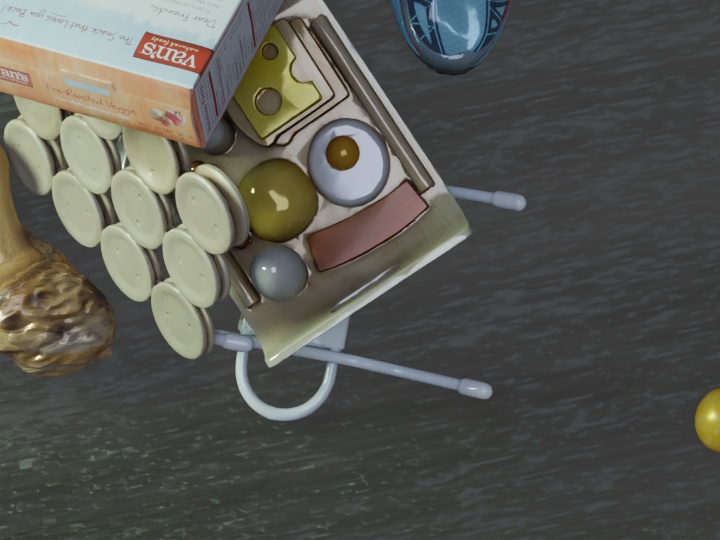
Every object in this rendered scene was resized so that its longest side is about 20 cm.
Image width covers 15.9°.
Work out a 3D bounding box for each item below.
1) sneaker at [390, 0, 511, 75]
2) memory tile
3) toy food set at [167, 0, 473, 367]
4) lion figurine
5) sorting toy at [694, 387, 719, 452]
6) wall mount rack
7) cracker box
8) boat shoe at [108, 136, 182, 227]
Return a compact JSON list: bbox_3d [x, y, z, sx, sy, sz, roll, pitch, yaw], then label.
[{"bbox_3d":[0.065,-0.219,1.556,0.079,0.096,0.201,10,89,-2],"label":"sneaker"},{"bbox_3d":[-0.139,-0.053,1.500,0.017,0.154,0.200,-29,63,-31],"label":"memory tile"},{"bbox_3d":[-0.047,-0.065,1.489,0.143,0.060,0.201,-34,85,5],"label":"toy food set"},{"bbox_3d":[-0.230,-0.024,1.555,0.122,0.072,0.201,-19,87,-10],"label":"lion figurine"},{"bbox_3d":[0.289,0.075,1.526,0.107,0.180,0.200,38,88,-3],"label":"sorting toy"},{"bbox_3d":[0.000,0.000,1.564,0.173,0.075,0.201,10,91,-12],"label":"wall mount rack"},{"bbox_3d":[-0.110,-0.174,1.450,0.133,0.058,0.201,16,57,16],"label":"cracker box"},{"bbox_3d":[-0.092,-0.112,1.560,0.071,0.069,0.201,29,89,-5],"label":"boat shoe"}]
